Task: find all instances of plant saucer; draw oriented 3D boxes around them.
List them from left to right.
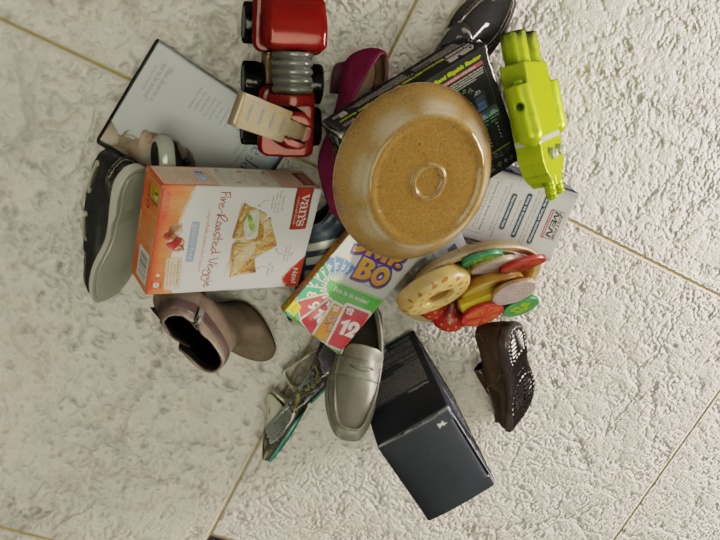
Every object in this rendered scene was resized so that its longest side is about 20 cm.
[{"bbox_3d":[0.068,-0.101,0.865,0.198,0.035,0.202,-10,114,-22],"label":"plant saucer"}]

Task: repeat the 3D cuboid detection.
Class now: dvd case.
[{"bbox_3d":[-0.195,-0.161,0.955,0.199,0.018,0.143,31,103,-22],"label":"dvd case"}]

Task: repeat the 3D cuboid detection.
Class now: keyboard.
[{"bbox_3d":[0.112,-0.023,1.016,0.056,0.011,0.200,-45,151,-2],"label":"keyboard"}]

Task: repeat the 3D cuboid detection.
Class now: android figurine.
[{"bbox_3d":[0.210,-0.185,0.943,0.041,0.182,0.202,-11,97,27],"label":"android figurine"}]

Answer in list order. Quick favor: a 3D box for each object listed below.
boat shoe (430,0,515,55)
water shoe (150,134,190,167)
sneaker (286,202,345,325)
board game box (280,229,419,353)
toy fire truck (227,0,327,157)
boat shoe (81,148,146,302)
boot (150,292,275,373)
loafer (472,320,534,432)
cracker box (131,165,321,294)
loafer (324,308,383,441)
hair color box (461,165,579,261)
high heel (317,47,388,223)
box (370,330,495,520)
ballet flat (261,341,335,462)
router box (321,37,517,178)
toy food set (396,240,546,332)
[{"bbox_3d":[0.122,-0.259,0.952,0.072,0.063,0.200,37,101,-22],"label":"boat shoe"},{"bbox_3d":[-0.195,-0.081,0.949,0.078,0.072,0.201,-19,133,-14],"label":"water shoe"},{"bbox_3d":[-0.063,-0.028,1.014,0.084,0.075,0.201,26,100,-14],"label":"sneaker"},{"bbox_3d":[0.000,0.000,0.985,0.095,0.030,0.200,38,92,-23],"label":"board game box"},{"bbox_3d":[-0.087,-0.206,0.845,0.127,0.200,0.178,0,105,-16],"label":"toy fire truck"},{"bbox_3d":[-0.306,-0.052,0.956,0.060,0.074,0.201,34,126,19],"label":"boat shoe"},{"bbox_3d":[-0.180,0.082,0.990,0.070,0.146,0.200,-44,113,11],"label":"boot"},{"bbox_3d":[0.206,0.148,1.149,0.073,0.071,0.202,-39,132,-37],"label":"loafer"},{"bbox_3d":[-0.153,-0.047,0.914,0.199,0.058,0.135,-4,122,-35],"label":"cracker box"},{"bbox_3d":[-0.005,0.121,1.016,0.069,0.201,0.070,10,139,-7],"label":"loafer"},{"bbox_3d":[0.173,-0.090,1.035,0.198,0.061,0.101,15,110,-16],"label":"hair color box"},{"bbox_3d":[0.001,-0.155,0.924,0.067,0.096,0.202,5,90,-30],"label":"high heel"},{"bbox_3d":[0.081,0.203,1.064,0.104,0.200,0.149,-30,115,4],"label":"box"},{"bbox_3d":[-0.091,0.175,1.102,0.072,0.072,0.201,34,102,-22],"label":"ballet flat"},{"bbox_3d":[0.073,-0.150,0.906,0.199,0.062,0.151,-33,122,-10],"label":"router box"},{"bbox_3d":[0.149,0.024,1.034,0.196,0.049,0.200,-21,151,8],"label":"toy food set"}]
